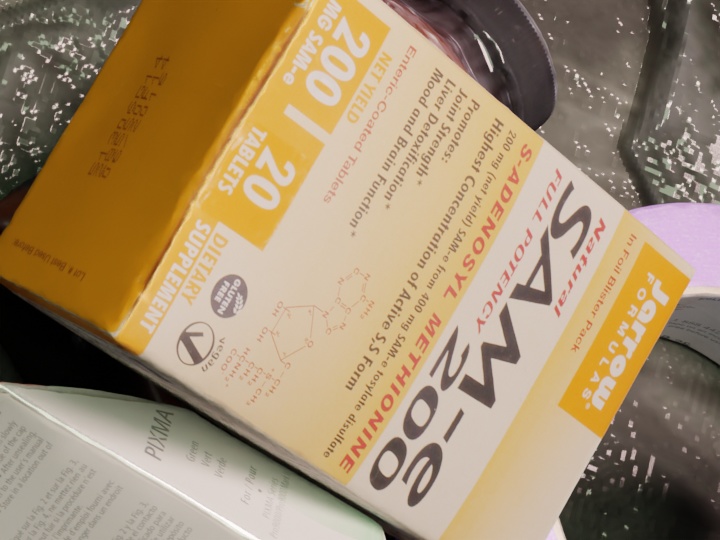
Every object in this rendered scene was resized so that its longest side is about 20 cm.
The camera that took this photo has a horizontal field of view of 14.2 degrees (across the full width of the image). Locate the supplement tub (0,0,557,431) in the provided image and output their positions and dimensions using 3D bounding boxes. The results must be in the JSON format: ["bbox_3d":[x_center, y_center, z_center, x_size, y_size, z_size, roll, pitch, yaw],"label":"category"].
[{"bbox_3d":[-0.026,-0.027,0.973,0.200,0.107,0.107,-38,92,-26],"label":"supplement tub"}]

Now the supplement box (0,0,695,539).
[{"bbox_3d":[0.000,0.000,0.882,0.200,0.074,0.126,35,81,-43],"label":"supplement box"}]

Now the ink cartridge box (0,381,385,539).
[{"bbox_3d":[-0.118,0.095,0.881,0.200,0.161,0.050,33,27,-11],"label":"ink cartridge box"}]

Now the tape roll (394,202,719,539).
[{"bbox_3d":[0.114,0.080,1.026,0.200,0.066,0.200,6,74,-21],"label":"tape roll"}]
